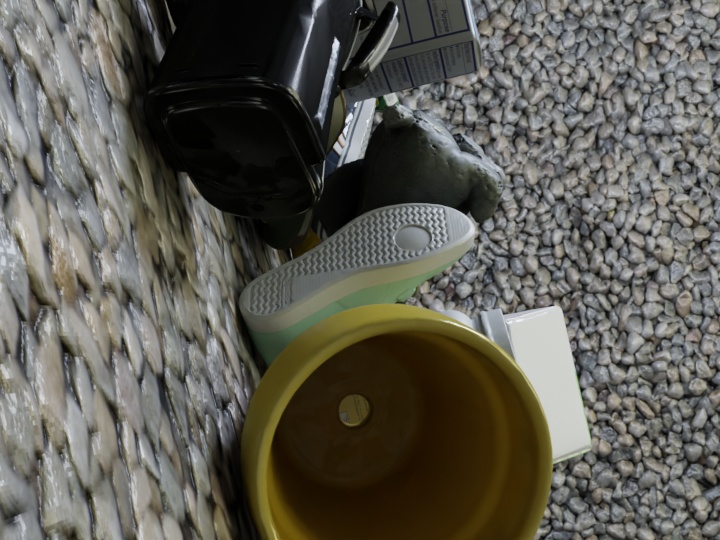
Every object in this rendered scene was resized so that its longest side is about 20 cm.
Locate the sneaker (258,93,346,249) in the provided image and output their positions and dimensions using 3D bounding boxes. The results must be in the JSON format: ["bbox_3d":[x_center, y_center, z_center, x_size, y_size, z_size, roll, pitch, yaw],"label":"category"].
[{"bbox_3d":[-0.081,-0.090,1.135,0.068,0.089,0.201,62,-32,30],"label":"sneaker"}]

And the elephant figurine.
[{"bbox_3d":[0.027,-0.035,1.127,0.155,0.201,0.142,37,15,-9],"label":"elephant figurine"}]

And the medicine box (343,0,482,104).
[{"bbox_3d":[-0.006,-0.254,1.159,0.103,0.198,0.184,50,28,-78],"label":"medicine box"}]

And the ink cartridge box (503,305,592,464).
[{"bbox_3d":[0.125,0.126,1.314,0.199,0.083,0.147,-15,-92,53],"label":"ink cartridge box"}]

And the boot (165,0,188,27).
[{"bbox_3d":[-0.151,-0.257,0.965,0.174,0.069,0.202,-5,76,-80],"label":"boot"}]

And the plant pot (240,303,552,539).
[{"bbox_3d":[0.010,0.116,0.897,0.189,0.199,0.203,-148,-140,-75],"label":"plant pot"}]

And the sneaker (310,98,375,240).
[{"bbox_3d":[-0.038,-0.105,1.246,0.201,0.078,0.079,-77,-179,-50],"label":"sneaker"}]

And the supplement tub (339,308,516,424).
[{"bbox_3d":[0.048,0.120,1.160,0.145,0.198,0.147,-16,90,-85],"label":"supplement tub"}]

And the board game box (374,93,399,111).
[{"bbox_3d":[-0.050,-0.219,1.359,0.199,0.023,0.106,10,-51,46],"label":"board game box"}]

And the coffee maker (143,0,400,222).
[{"bbox_3d":[-0.077,-0.167,0.905,0.192,0.134,0.202,43,43,-33],"label":"coffee maker"}]

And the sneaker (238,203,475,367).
[{"bbox_3d":[0.005,0.026,1.049,0.119,0.199,0.074,75,-13,-45],"label":"sneaker"}]

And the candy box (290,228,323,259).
[{"bbox_3d":[-0.069,-0.119,1.355,0.102,0.026,0.202,138,-60,-64],"label":"candy box"}]
